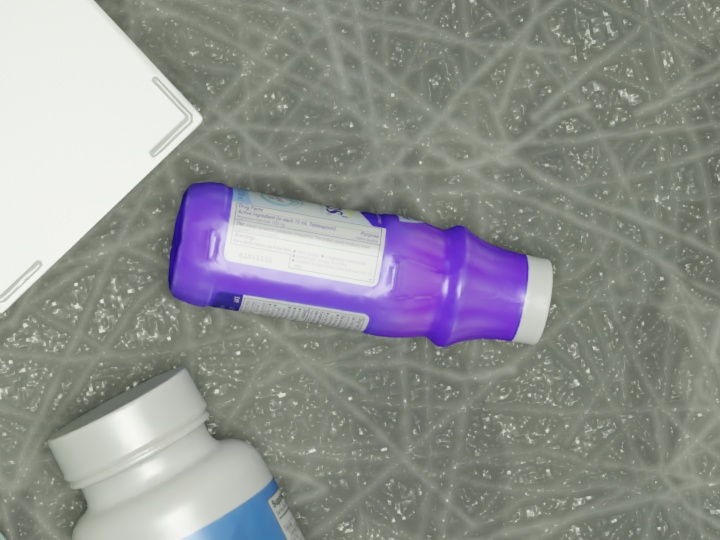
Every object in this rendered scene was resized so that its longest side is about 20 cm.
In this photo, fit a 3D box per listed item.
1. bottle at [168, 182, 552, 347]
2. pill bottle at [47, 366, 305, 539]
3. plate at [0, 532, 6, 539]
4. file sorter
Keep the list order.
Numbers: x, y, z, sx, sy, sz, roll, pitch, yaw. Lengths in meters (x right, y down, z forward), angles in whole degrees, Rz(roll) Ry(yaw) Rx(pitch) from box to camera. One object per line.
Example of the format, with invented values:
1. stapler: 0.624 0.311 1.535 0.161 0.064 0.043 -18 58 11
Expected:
1. bottle: 0.000 0.000 1.302 0.199 0.084 0.066 10 90 -6
2. pill bottle: -0.082 0.158 1.285 0.112 0.112 0.201 -28 95 -5
3. plate: -0.264 0.198 1.275 0.199 0.026 0.201 0 71 0
4. file sorter: -0.201 -0.100 1.256 0.139 0.125 0.200 -44 96 -4
